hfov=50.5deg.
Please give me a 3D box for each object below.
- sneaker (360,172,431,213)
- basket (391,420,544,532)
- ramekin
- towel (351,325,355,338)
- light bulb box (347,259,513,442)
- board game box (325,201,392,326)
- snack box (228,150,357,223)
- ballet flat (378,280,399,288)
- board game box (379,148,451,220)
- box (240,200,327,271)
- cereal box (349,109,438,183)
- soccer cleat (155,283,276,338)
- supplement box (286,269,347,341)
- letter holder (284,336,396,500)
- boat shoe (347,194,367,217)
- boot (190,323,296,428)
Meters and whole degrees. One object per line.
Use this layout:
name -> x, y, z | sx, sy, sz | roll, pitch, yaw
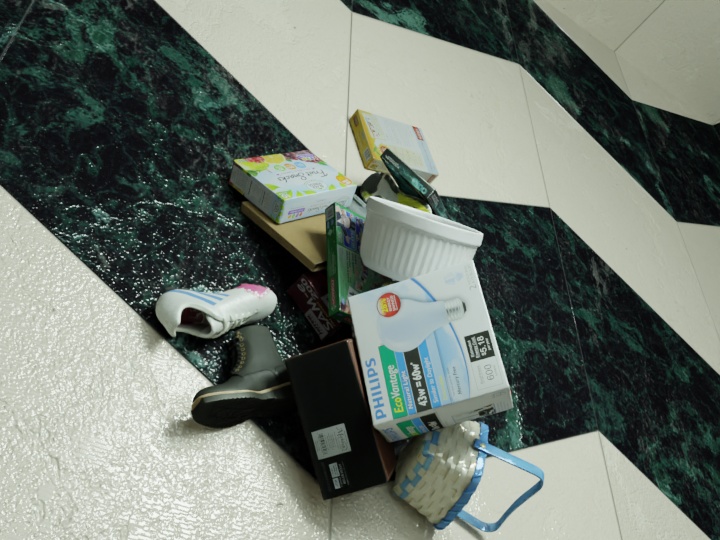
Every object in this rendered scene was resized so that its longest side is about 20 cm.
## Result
sneaker -> 0.075, -0.125, 1.554 | 0.199, 0.075, 0.085 | 41, -5, 36
basket -> 0.162, 0.318, 1.180 | 0.197, 0.178, 0.140 | 31, 38, -1
ramekin -> 0.091, -0.040, 1.237 | 0.195, 0.108, 0.200 | 18, 9, -3
towel -> 0.041, 0.159, 1.279 | 0.145, 0.030, 0.205 | 17, 56, -46
light bulb box -> 0.101, 0.121, 1.117 | 0.125, 0.195, 0.203 | 58, 16, -63
board game box -> 0.000, 0.000, 1.280 | 0.133, 0.029, 0.204 | 25, 50, -40
snack box -> -0.121, -0.157, 1.394 | 0.141, 0.054, 0.198 | 38, 34, 25
ballet flat -> 0.092, 0.069, 1.283 | 0.200, 0.069, 0.072 | 47, 23, -56
board game box -> 0.116, -0.165, 1.563 | 0.135, 0.028, 0.200 | 44, 1, 21
box -> -0.093, -0.073, 1.351 | 0.199, 0.022, 0.162 | 39, 34, 27
cereal box -> 0.077, -0.278, 1.727 | 0.197, 0.040, 0.147 | 9, 51, -38
soccer cleat -> -0.206, 0.069, 1.137 | 0.196, 0.071, 0.087 | -1, 35, -34
supplement box -> -0.025, 0.032, 1.348 | 0.110, 0.061, 0.199 | 52, 40, 7
letter holder -> -0.023, 0.211, 1.132 | 0.142, 0.098, 0.205 | 12, 61, -80
boat shoe -> 0.035, -0.084, 1.430 | 0.200, 0.072, 0.070 | 36, -5, 35
boot -> -0.183, 0.145, 1.107 | 0.198, 0.077, 0.140 | 8, 47, -55
